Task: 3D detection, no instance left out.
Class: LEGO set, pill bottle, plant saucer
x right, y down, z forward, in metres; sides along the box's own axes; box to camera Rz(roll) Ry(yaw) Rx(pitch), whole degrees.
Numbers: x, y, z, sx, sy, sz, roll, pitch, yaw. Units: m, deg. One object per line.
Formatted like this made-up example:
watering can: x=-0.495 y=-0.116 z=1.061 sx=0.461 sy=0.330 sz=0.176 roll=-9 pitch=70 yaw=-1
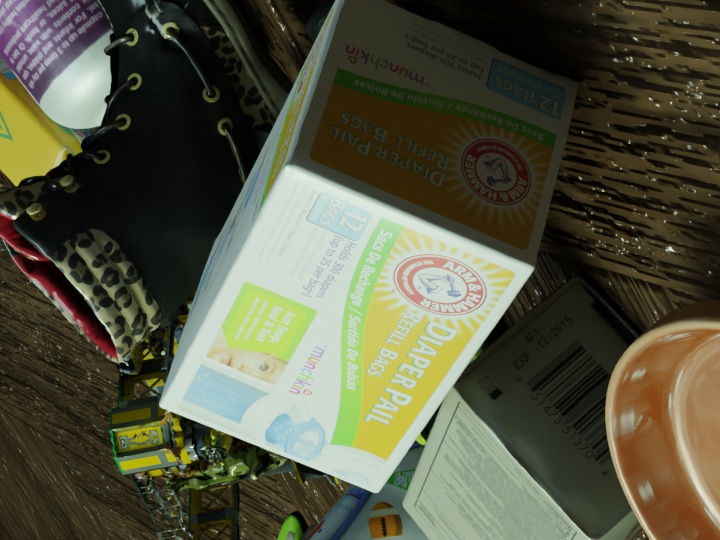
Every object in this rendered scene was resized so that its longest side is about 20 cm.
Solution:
LEGO set: x=-0.060 y=0.093 z=1.398 sx=0.154 sy=0.115 sz=0.201 roll=-89 pitch=-14 yaw=-52
pill bottle: x=-0.146 y=-0.147 z=1.307 sx=0.200 sy=0.112 sz=0.112 roll=52 pitch=163 yaw=3
plant saucer: x=0.187 y=0.094 z=1.004 sx=0.200 sy=0.032 sz=0.201 roll=33 pitch=146 yaw=26

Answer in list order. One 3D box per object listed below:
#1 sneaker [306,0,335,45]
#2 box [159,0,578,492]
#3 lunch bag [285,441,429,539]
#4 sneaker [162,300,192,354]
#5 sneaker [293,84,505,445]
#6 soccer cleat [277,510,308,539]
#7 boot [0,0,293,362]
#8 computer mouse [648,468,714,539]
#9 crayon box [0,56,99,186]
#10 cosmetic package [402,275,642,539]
sneaker: x=0.012 y=-0.055 z=1.169 sx=0.090 sy=0.066 sz=0.201 roll=45 pitch=158 yaw=32
box: x=0.001 y=-0.008 z=1.066 sx=0.112 sy=0.102 sz=0.200 roll=22 pitch=143 yaw=-6
lunch bag: x=0.045 y=0.200 z=1.378 sx=0.200 sy=0.161 sz=0.076 roll=39 pitch=164 yaw=-4
sneaker: x=-0.100 y=0.029 z=1.625 sx=0.082 sy=0.072 sz=0.201 roll=7 pitch=138 yaw=33
sneaker: x=0.000 y=0.000 z=1.268 sx=0.200 sy=0.083 sz=0.072 roll=55 pitch=162 yaw=-7
soccer cleat: x=0.043 y=0.187 z=1.461 sx=0.199 sy=0.082 sz=0.068 roll=8 pitch=180 yaw=5
boot: x=-0.117 y=-0.070 z=1.191 sx=0.200 sy=0.150 sz=0.073 roll=52 pitch=162 yaw=-9
computer mouse: x=0.182 y=0.159 z=1.133 sx=0.044 sy=0.109 sz=0.201 roll=-94 pitch=-14 yaw=-69
crayon box: x=-0.168 y=-0.107 z=1.405 sx=0.200 sy=0.125 sz=0.052 roll=45 pitch=130 yaw=24
cosmetic package: x=0.092 y=0.096 z=1.213 sx=0.103 sy=0.087 sz=0.200 roll=47 pitch=161 yaw=11
